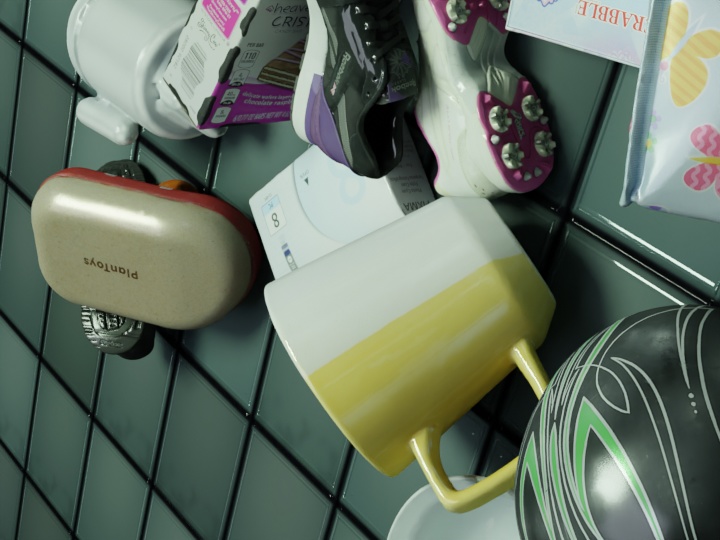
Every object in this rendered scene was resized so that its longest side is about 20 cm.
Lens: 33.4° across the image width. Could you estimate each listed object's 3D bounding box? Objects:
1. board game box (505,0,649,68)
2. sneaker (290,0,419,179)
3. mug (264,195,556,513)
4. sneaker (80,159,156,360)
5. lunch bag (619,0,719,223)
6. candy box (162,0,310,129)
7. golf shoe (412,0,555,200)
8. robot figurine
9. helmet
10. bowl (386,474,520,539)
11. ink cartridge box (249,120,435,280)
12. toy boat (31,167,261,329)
[{"bbox_3d":[0.183,-0.209,0.661,0.200,0.041,0.200,29,119,41],"label":"board game box"},{"bbox_3d":[0.011,-0.153,0.773,0.088,0.076,0.200,42,141,37],"label":"sneaker"},{"bbox_3d":[0.052,0.045,0.781,0.153,0.149,0.187,-34,91,5],"label":"mug"},{"bbox_3d":[-0.228,-0.008,1.146,0.091,0.076,0.200,68,-161,-69],"label":"sneaker"},{"bbox_3d":[0.215,-0.117,0.540,0.169,0.127,0.200,12,107,13],"label":"lunch bag"},{"bbox_3d":[-0.040,-0.194,0.848,0.061,0.136,0.200,54,133,25],"label":"candy box"},{"bbox_3d":[0.059,-0.139,0.795,0.091,0.075,0.200,-21,80,52],"label":"golf shoe"},{"bbox_3d":[-0.174,-0.184,1.020,0.170,0.113,0.200,-51,52,-3],"label":"robot figurine"},{"bbox_3d":[0.176,0.117,0.637,0.191,0.200,0.200,53,135,5],"label":"helmet"},{"bbox_3d":[0.113,0.224,0.791,0.201,0.090,0.202,12,105,48],"label":"bowl"},{"bbox_3d":[0.000,0.000,0.907,0.160,0.047,0.200,-34,70,46],"label":"ink cartridge box"},{"bbox_3d":[-0.178,-0.034,1.052,0.200,0.131,0.131,14,128,15],"label":"toy boat"}]
